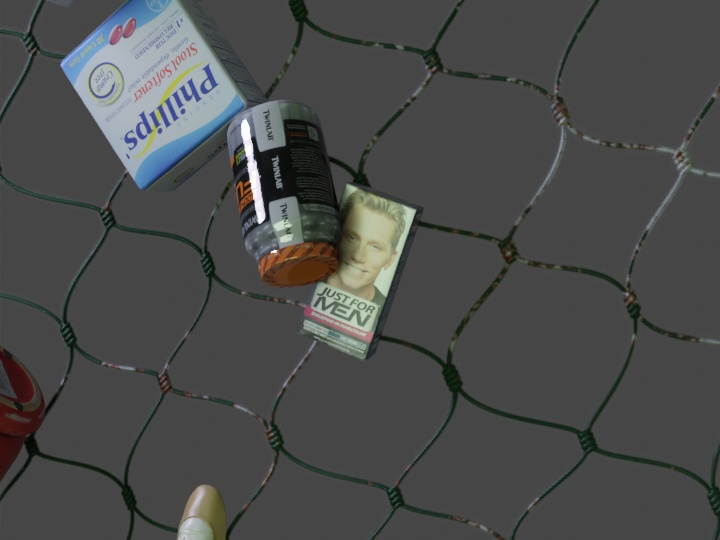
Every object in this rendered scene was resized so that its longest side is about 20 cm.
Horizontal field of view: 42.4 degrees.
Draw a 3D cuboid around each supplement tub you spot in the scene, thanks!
[{"bbox_3d":[-0.090,-0.090,1.121,0.121,0.122,0.203,-18,69,15],"label":"supplement tub"}]

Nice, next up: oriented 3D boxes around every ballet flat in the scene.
[{"bbox_3d":[-0.226,0.396,1.265,0.067,0.063,0.204,11,98,12],"label":"ballet flat"}]

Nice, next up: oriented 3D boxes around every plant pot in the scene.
[{"bbox_3d":[-0.543,0.202,1.262,0.182,0.200,0.201,-44,84,5],"label":"plant pot"}]

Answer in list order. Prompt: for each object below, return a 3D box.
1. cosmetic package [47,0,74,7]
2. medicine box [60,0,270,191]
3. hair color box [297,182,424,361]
[{"bbox_3d":[-0.384,-0.455,1.153,0.200,0.199,0.123,-41,85,14],"label":"cosmetic package"},{"bbox_3d":[-0.247,-0.235,1.190,0.181,0.103,0.201,-36,85,14],"label":"medicine box"},{"bbox_3d":[0.000,0.000,1.172,0.099,0.060,0.203,20,99,11],"label":"hair color box"}]
